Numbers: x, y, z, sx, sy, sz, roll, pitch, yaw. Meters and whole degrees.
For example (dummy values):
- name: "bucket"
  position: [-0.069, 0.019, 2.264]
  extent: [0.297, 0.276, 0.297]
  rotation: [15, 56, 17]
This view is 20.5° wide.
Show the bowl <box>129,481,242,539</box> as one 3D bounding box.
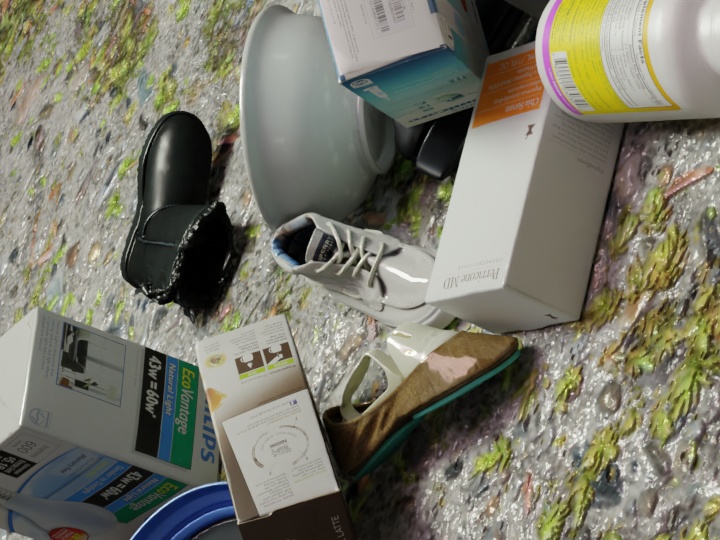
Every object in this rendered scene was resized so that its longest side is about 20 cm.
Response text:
- name: "bowl"
  position: [-0.123, 0.266, 1.583]
  extent: [0.200, 0.039, 0.201]
  rotation: [-23, 48, 27]

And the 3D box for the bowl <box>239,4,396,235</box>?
- name: "bowl"
  position: [-0.025, -0.126, 1.670]
  extent: [0.090, 0.201, 0.201]
  rotation: [-2, 61, 18]

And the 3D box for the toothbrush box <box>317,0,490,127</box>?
- name: "toothbrush box"
  position: [0.030, -0.200, 1.490]
  extent: [0.085, 0.200, 0.147]
  rotation: [-17, 80, 12]

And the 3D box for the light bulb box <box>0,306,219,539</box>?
- name: "light bulb box"
  position: [-0.257, 0.152, 1.794]
  extent: [0.198, 0.200, 0.125]
  rotation: [-36, 41, 44]

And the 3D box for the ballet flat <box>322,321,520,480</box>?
- name: "ballet flat"
  position: [0.034, 0.082, 1.467]
  extent: [0.068, 0.072, 0.200]
  rotation: [-30, -9, -45]

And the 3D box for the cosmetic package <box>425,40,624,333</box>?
- name: "cosmetic package"
  position: [0.122, -0.062, 1.435]
  extent: [0.101, 0.071, 0.200]
  rotation: [-13, 58, 56]

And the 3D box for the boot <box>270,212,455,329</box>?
- name: "boot"
  position: [0.000, 0.000, 1.574]
  extent: [0.200, 0.095, 0.074]
  rotation: [5, 73, 61]

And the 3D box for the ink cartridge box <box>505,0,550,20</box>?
- name: "ink cartridge box"
  position: [0.186, -0.285, 1.483]
  extent: [0.145, 0.084, 0.200]
  rotation: [20, 86, 64]

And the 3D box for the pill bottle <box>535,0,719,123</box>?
- name: "pill bottle"
  position: [0.209, -0.151, 1.317]
  extent: [0.200, 0.104, 0.104]
  rotation: [5, 73, 61]

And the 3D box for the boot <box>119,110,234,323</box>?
- name: "boot"
  position: [-0.170, -0.055, 1.942]
  extent: [0.162, 0.073, 0.199]
  rotation: [15, 89, 65]

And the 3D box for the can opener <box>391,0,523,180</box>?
- name: "can opener"
  position: [0.090, -0.171, 1.607]
  extent: [0.200, 0.079, 0.063]
  rotation: [-60, -11, 4]

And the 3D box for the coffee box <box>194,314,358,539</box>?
- name: "coffee box"
  position: [-0.061, 0.146, 1.519]
  extent: [0.080, 0.114, 0.200]
  rotation: [-18, 40, -2]
